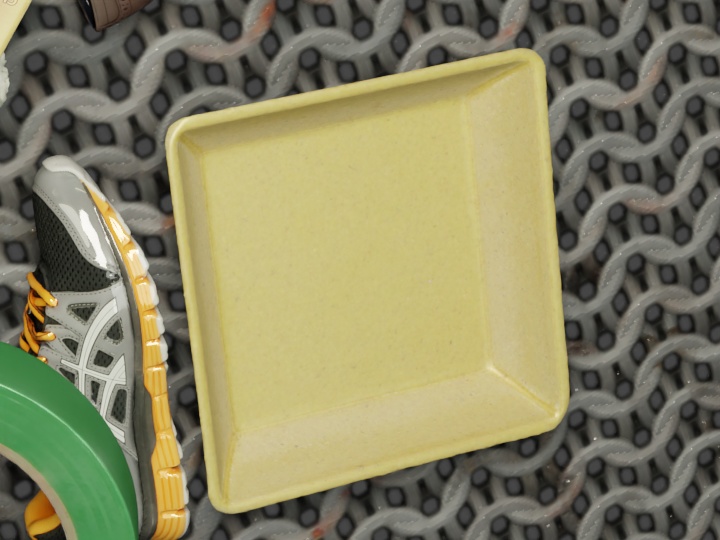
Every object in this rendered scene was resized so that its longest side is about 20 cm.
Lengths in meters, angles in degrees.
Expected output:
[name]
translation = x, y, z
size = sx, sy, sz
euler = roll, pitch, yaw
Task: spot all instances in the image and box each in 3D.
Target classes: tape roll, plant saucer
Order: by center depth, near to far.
[tape roll]
translation = -0.201, 0.126, 1.182
size = 0.199, 0.048, 0.202
euler = -1, 112, -3
[plant saucer]
translation = 0.000, 0.000, 1.276
size = 0.199, 0.048, 0.201
euler = -13, 109, -21

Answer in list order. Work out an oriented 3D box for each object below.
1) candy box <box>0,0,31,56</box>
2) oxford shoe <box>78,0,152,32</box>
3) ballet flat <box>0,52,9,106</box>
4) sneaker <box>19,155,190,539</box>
[candy box]
translation = -0.221, -0.089, 1.096
size = 0.115, 0.055, 0.200
euler = 27, 113, -14
[oxford shoe]
translation = -0.152, -0.188, 1.143
size = 0.073, 0.071, 0.200
euler = -44, 118, -2
[ballet flat]
translation = -0.202, -0.154, 1.134
size = 0.072, 0.072, 0.201
euler = -35, 118, -12
[sneaker]
translation = -0.132, 0.045, 1.214
size = 0.077, 0.078, 0.201
euler = -13, 109, -13
